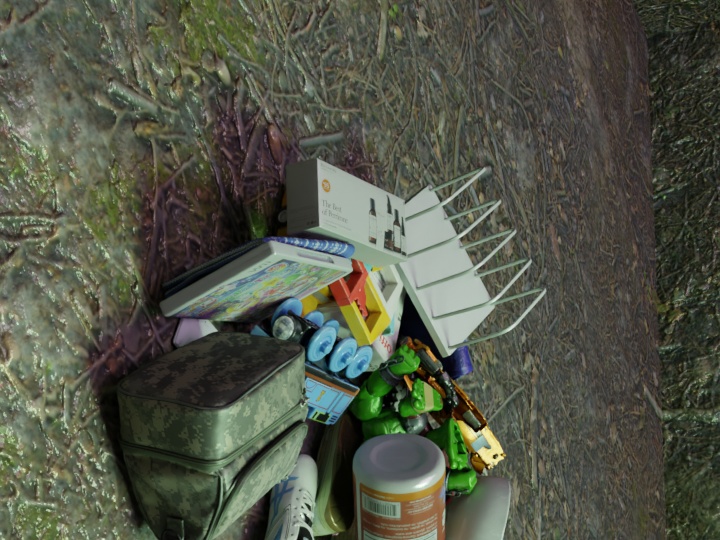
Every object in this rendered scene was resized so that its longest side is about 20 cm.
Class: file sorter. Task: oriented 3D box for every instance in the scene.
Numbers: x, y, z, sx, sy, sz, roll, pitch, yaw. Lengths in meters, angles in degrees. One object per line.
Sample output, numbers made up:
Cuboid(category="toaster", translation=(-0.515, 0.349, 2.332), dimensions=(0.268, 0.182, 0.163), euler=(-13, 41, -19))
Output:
Cuboid(category="file sorter", translation=(0.140, -0.015, 1.456), dimensions=(0.139, 0.124, 0.201), euler=(-39, 105, -45))

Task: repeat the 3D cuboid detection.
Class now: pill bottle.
Cuboid(category="pill bottle", translation=(0.048, 0.308, 1.319), dimensions=(0.112, 0.111, 0.202), euler=(-48, 141, -57))

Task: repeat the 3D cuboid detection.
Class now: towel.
Cuboid(category="towel", translation=(0.101, 0.064, 1.579), dimensions=(0.049, 0.147, 0.202), euler=(-10, 82, -31))
Cuboid(category="towel", translation=(-0.106, 0.000, 1.198), dimensions=(0.199, 0.144, 0.024), euler=(2, 66, -62))

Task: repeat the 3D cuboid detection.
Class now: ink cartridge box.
Cuboid(category="ink cartridge box", translation=(-0.005, 0.015, 1.459), dimensions=(0.146, 0.083, 0.201), euler=(54, 37, -42))

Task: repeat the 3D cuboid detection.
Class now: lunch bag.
Cuboid(category="lunch bag", translation=(-0.141, 0.169, 1.099), dimensions=(0.200, 0.138, 0.170), euler=(-33, 128, -61))

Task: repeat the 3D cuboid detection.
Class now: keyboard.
Cuboid(category="keyboard", translation=(-0.150, 0.117, 1.227), dimensions=(0.201, 0.011, 0.057), euler=(56, 41, -41))

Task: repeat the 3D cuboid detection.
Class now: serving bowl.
Cuboid(category="serving bowl", translation=(0.129, 0.355, 1.414), dimensions=(0.200, 0.065, 0.202), euler=(21, 90, -89))

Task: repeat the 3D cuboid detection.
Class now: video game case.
Cuboid(category="video game case", translation=(-0.107, 0.017, 1.176), dimensions=(0.200, 0.142, 0.018), euler=(12, 52, -67))

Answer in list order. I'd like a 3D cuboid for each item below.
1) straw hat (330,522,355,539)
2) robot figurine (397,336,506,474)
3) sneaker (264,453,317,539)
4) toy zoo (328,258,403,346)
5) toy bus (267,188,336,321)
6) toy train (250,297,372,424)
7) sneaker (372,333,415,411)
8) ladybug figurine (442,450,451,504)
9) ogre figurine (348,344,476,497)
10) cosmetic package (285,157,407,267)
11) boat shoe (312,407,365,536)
Cuboid(category="straw hat", translation=(0.043, 0.373, 1.451), dimensions=(0.201, 0.084, 0.203), euler=(28, 58, -59))
Cuboid(category="robot figurine", translation=(0.110, 0.174, 1.455), dimensions=(0.201, 0.058, 0.145), euler=(51, -7, -12))
Cuboid(category="sneaker", translation=(-0.076, 0.299, 1.251), dimensions=(0.072, 0.072, 0.201), euler=(58, 34, -36))
Cuboid(category="toy zoo", translation=(0.000, 0.000, 1.360), dimensions=(0.201, 0.020, 0.132), euler=(64, 33, -24))
Cuboid(category="toy bus", translation=(-0.064, -0.023, 1.359), dimensions=(0.065, 0.078, 0.202), euler=(43, 46, -51))
Cuboid(category="toy train", translation=(-0.061, 0.110, 1.274), dimensions=(0.115, 0.086, 0.200), euler=(-55, 152, 1))
Cuboid(category="sneaker", translation=(0.044, 0.188, 1.527), dimensions=(0.091, 0.066, 0.201), euler=(58, 33, -35))
Cuboid(category="ladybug figurine", translation=(0.094, 0.291, 1.543), dimensions=(0.201, 0.071, 0.137), euler=(79, 10, -54))
Cuboid(category="ogre figurine", translation=(0.059, 0.203, 1.383), dimensions=(0.200, 0.119, 0.099), euler=(51, 35, -26))
Cuboid(category="cosmetic package", translation=(-0.012, -0.065, 1.289), dimensions=(0.199, 0.050, 0.084), euler=(18, 63, -56))
Cuboid(category="boat shoe", translation=(-0.033, 0.250, 1.382), dimensions=(0.073, 0.063, 0.202), euler=(50, 32, -29))
